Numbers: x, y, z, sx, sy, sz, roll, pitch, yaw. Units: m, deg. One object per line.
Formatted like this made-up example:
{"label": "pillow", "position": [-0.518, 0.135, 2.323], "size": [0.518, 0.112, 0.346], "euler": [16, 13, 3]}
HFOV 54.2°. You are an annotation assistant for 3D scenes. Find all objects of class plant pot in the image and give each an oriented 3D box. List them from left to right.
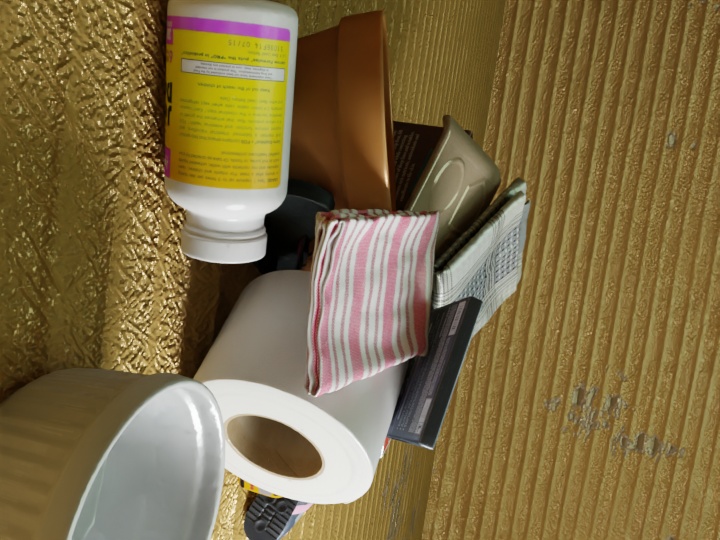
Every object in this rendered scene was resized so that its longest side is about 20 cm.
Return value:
{"label": "plant pot", "position": [-0.038, -0.143, 0.691], "size": [0.200, 0.137, 0.205], "euler": [-2, 90, -86]}

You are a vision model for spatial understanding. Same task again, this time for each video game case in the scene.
{"label": "video game case", "position": [0.063, 0.107, 0.737], "size": [0.200, 0.019, 0.145], "euler": [140, -28, -75]}

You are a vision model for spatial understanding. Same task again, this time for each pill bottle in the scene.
{"label": "pill bottle", "position": [-0.107, -0.113, 0.575], "size": [0.104, 0.102, 0.204], "euler": [-38, 136, -68]}

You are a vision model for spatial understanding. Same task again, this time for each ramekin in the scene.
{"label": "ramekin", "position": [-0.181, 0.162, 0.472], "size": [0.200, 0.103, 0.204], "euler": [10, 90, -75]}

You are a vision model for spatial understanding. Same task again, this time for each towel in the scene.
{"label": "towel", "position": [0.020, 0.021, 0.623], "size": [0.199, 0.029, 0.149], "euler": [-8, 105, -56]}
{"label": "towel", "position": [0.154, 0.009, 0.874], "size": [0.200, 0.034, 0.195], "euler": [-44, 145, -29]}

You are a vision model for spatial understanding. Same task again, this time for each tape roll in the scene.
{"label": "tape roll", "position": [-0.062, 0.120, 0.711], "size": [0.205, 0.199, 0.140], "euler": [85, 21, -44]}

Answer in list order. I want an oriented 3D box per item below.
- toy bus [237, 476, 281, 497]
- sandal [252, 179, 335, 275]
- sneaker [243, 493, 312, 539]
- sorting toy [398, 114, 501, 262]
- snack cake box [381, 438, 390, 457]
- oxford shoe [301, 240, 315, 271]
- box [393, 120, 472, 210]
{"label": "toy bus", "position": [-0.091, 0.182, 0.876], "size": [0.200, 0.077, 0.066], "euler": [-56, 152, -57]}
{"label": "sandal", "position": [-0.081, -0.027, 0.698], "size": [0.201, 0.074, 0.049], "euler": [131, -26, -65]}
{"label": "sneaker", "position": [-0.077, 0.273, 0.936], "size": [0.200, 0.070, 0.082], "euler": [-46, 165, -12]}
{"label": "sorting toy", "position": [0.086, -0.054, 0.796], "size": [0.184, 0.036, 0.203], "euler": [20, 94, -61]}
{"label": "snack cake box", "position": [0.026, 0.152, 1.029], "size": [0.115, 0.066, 0.204], "euler": [-44, 142, -70]}
{"label": "oxford shoe", "position": [-0.069, -0.024, 0.851], "size": [0.200, 0.070, 0.073], "euler": [50, 56, -73]}
{"label": "box", "position": [0.044, -0.092, 0.978], "size": [0.166, 0.196, 0.168], "euler": [81, 25, -50]}
